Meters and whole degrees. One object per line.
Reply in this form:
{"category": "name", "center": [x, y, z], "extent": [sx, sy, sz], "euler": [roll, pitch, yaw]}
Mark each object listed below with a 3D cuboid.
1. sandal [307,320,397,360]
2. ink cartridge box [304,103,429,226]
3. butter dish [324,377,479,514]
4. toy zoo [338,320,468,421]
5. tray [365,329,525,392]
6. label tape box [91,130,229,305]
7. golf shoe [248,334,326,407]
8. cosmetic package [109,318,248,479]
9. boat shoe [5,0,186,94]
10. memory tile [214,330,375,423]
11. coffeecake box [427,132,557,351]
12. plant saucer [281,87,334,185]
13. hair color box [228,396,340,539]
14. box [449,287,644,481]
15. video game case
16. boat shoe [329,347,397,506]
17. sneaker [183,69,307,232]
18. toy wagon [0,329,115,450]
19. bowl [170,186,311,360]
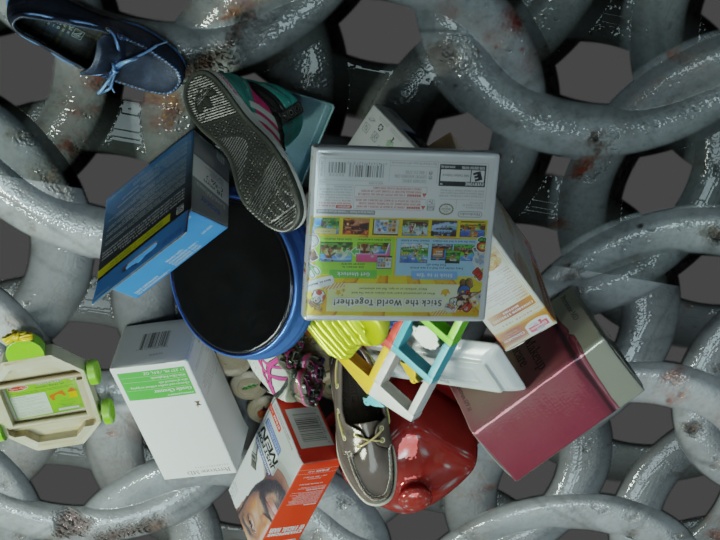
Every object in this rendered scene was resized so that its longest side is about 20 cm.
{"category": "sandal", "center": [-0.002, 0.046, 1.628], "extent": [0.080, 0.087, 0.200], "euler": [52, 154, -14]}
{"category": "ink cartridge box", "center": [-0.001, -0.077, 1.612], "extent": [0.039, 0.100, 0.200], "euler": [11, 121, -49]}
{"category": "butter dish", "center": [0.062, 0.244, 1.850], "extent": [0.200, 0.148, 0.199], "euler": [-39, 124, 23]}
{"category": "toy zoo", "center": [0.042, 0.084, 1.671], "extent": [0.131, 0.020, 0.201], "euler": [40, 127, 20]}
{"category": "tray", "center": [0.090, 0.111, 1.718], "extent": [0.199, 0.022, 0.107], "euler": [6, 151, 32]}
{"category": "label tape box", "center": [-0.216, -0.044, 1.574], "extent": [0.144, 0.200, 0.063], "euler": [-36, 122, 21]}
{"category": "golf shoe", "center": [-0.108, 0.095, 1.741], "extent": [0.092, 0.073, 0.201], "euler": [7, 140, 21]}
{"category": "cosmetic package", "center": [-0.223, 0.162, 1.799], "extent": [0.107, 0.085, 0.201], "euler": [-9, 127, 15]}
{"category": "boat shoe", "center": [-0.281, -0.226, 1.511], "extent": [0.199, 0.069, 0.084], "euler": [18, 124, -18]}
{"category": "memory tile", "center": [-0.075, 0.119, 1.829], "extent": [0.199, 0.017, 0.154], "euler": [-21, 126, 11]}
{"category": "coffeecake box", "center": [0.135, -0.032, 1.643], "extent": [0.073, 0.154, 0.200], "euler": [-30, 124, 14]}
{"category": "plant saucer", "center": [-0.095, -0.121, 1.642], "extent": [0.070, 0.019, 0.201], "euler": [14, 126, -16]}
{"category": "hair color box", "center": [-0.100, 0.264, 1.860], "extent": [0.064, 0.111, 0.201], "euler": [-3, 137, -29]}
{"category": "box", "center": [0.226, 0.140, 1.781], "extent": [0.200, 0.128, 0.109], "euler": [-37, 121, 8]}
{"category": "video game case", "center": [0.041, -0.037, 1.498], "extent": [0.199, 0.023, 0.183], "euler": [1, 104, -14]}
{"category": "boat shoe", "center": [0.003, 0.187, 1.761], "extent": [0.071, 0.201, 0.060], "euler": [-9, 168, -7]}
{"category": "sneaker", "center": [-0.097, -0.130, 1.542], "extent": [0.084, 0.201, 0.121], "euler": [-41, 165, 31]}
{"category": "toy wagon", "center": [-0.400, 0.144, 1.806], "extent": [0.154, 0.040, 0.201], "euler": [-9, 127, 2]}
{"category": "bowl", "center": [-0.137, 0.005, 1.638], "extent": [0.039, 0.201, 0.201], "euler": [-14, 147, -54]}
